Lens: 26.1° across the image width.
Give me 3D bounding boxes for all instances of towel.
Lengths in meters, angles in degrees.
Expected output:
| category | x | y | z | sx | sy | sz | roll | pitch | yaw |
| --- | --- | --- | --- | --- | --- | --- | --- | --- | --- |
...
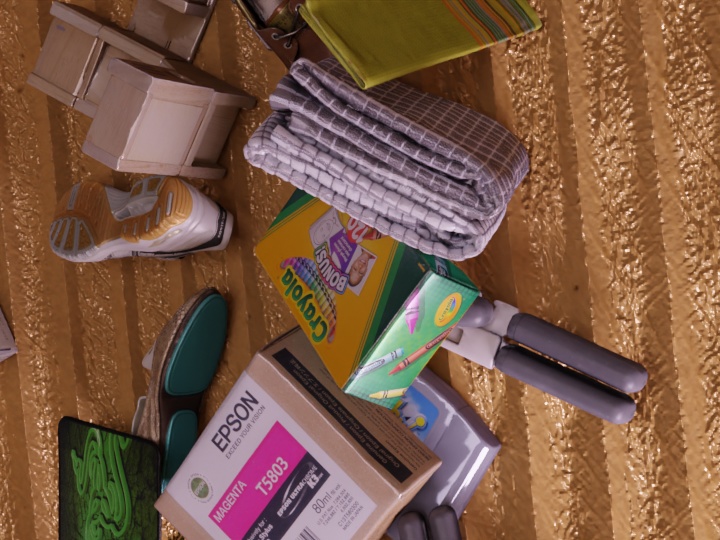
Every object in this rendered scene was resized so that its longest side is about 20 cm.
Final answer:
| category | x | y | z | sx | sy | sz | roll | pitch | yaw |
| --- | --- | --- | --- | --- | --- | --- | --- | --- | --- |
| towel | 0.027 | -0.097 | 1.187 | 0.199 | 0.166 | 0.086 | 28 | 110 | 4 |
| towel | 0.050 | -0.195 | 1.183 | 0.086 | 0.200 | 0.018 | 51 | 138 | 18 |

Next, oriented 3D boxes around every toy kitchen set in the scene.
| category | x | y | z | sx | sy | sz | roll | pitch | yaw |
| --- | --- | --- | --- | --- | --- | --- | --- | --- | --- |
| toy kitchen set | -0.201 | -0.195 | 1.293 | 0.200 | 0.180 | 0.164 | 28 | 102 | 20 |

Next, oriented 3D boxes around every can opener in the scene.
| category | x | y | z | sx | sy | sz | roll | pitch | yaw |
| --- | --- | --- | --- | --- | --- | --- | --- | --- | --- |
| can opener | 0.123 | 0.062 | 1.218 | 0.199 | 0.067 | 0.054 | 25 | 102 | 28 |
| can opener | 0.076 | 0.289 | 1.255 | 0.053 | 0.067 | 0.201 | -13 | 86 | 13 |

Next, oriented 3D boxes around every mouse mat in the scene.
| category | x | y | z | sx | sy | sz | roll | pitch | yaw |
| --- | --- | --- | --- | --- | --- | --- | --- | --- | --- |
| mouse mat | -0.225 | 0.238 | 1.378 | 0.161 | 0.008 | 0.201 | 7 | 98 | 46 |

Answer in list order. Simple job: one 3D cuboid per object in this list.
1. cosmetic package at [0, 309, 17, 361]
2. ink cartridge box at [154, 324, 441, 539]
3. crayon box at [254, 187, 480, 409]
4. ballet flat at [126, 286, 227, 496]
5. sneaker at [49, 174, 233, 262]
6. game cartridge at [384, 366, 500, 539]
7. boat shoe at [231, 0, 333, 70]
| category | x | y | z | sx | sy | sz | roll | pitch | yaw |
| --- | --- | --- | --- | --- | --- | --- | --- | --- | --- |
| cosmetic package | -0.432 | 0.092 | 1.446 | 0.200 | 0.105 | 0.071 | -29 | 81 | 23 |
| ink cartridge box | -0.055 | 0.174 | 1.265 | 0.165 | 0.075 | 0.200 | 42 | 123 | 12 |
| crayon box | 0.000 | 0.000 | 1.230 | 0.119 | 0.058 | 0.200 | -54 | 39 | 16 |
| ballet flat | -0.169 | 0.106 | 1.356 | 0.065 | 0.070 | 0.201 | 18 | 96 | 38 |
| sneaker | -0.193 | -0.034 | 1.356 | 0.200 | 0.088 | 0.076 | 1 | 74 | 45 |
| game cartridge | 0.011 | 0.131 | 1.296 | 0.200 | 0.040 | 0.134 | 33 | 101 | 18 |
| boat shoe | -0.057 | -0.205 | 1.291 | 0.200 | 0.068 | 0.072 | 45 | 105 | 14 |
